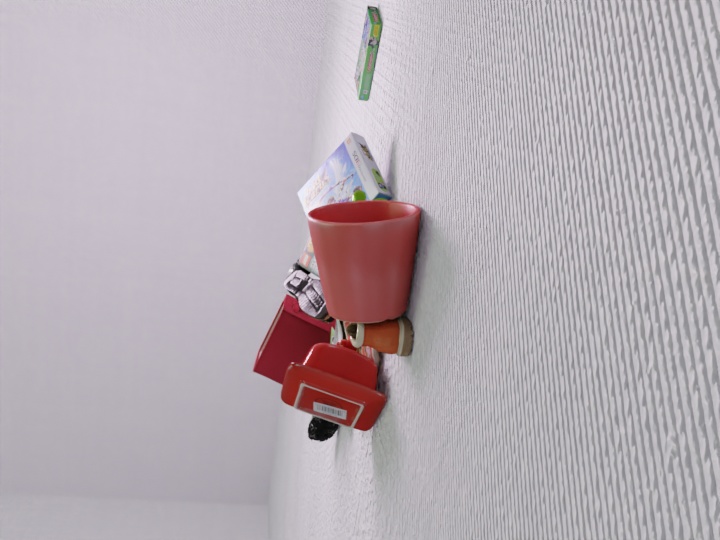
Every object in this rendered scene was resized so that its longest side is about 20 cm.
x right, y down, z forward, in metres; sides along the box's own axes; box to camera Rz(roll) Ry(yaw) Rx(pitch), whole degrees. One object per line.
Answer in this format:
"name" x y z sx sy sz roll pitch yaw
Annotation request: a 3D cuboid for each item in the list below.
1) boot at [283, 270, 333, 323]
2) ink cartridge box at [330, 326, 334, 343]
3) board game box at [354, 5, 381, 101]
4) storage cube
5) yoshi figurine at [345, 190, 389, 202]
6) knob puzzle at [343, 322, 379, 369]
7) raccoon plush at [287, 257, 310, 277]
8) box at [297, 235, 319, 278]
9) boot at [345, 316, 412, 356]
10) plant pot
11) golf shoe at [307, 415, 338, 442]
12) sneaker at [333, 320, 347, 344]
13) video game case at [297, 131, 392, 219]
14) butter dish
"boot" -0.081 0.085 1.783 0.139 0.077 0.200 51 177 -34
"ink cartridge box" -0.046 0.245 1.885 0.104 0.058 0.203 -133 49 -77
"board game box" 0.018 -0.558 2.045 0.135 0.029 0.202 -98 17 -52
"storage cube" -0.152 0.193 2.013 0.202 0.178 0.171 -64 7 9
"yoshi figurine" 0.027 -0.059 1.575 0.112 0.111 0.203 16 114 51
"knob puzzle" -0.008 0.148 1.645 0.219 0.030 0.223 168 90 -72
"raccoon plush" -0.061 0.008 1.826 0.200 0.096 0.135 -40 53 24
"box" -0.047 -0.074 1.751 0.136 0.040 0.202 30 101 39
"boot" 0.024 0.095 1.412 0.200 0.106 0.076 -123 38 -78
"plant pot" 0.008 -0.016 1.364 0.201 0.198 0.180 -117 25 -73
"golf shoe" -0.084 0.349 2.043 0.095 0.077 0.202 -96 25 -62
"sneaker" -0.032 0.133 1.781 0.079 0.073 0.203 169 106 -65
"video game case" -0.039 -0.161 1.696 0.200 0.045 0.183 -44 50 28
"butter dish" -0.043 0.205 1.568 0.200 0.198 0.149 110 178 -56
